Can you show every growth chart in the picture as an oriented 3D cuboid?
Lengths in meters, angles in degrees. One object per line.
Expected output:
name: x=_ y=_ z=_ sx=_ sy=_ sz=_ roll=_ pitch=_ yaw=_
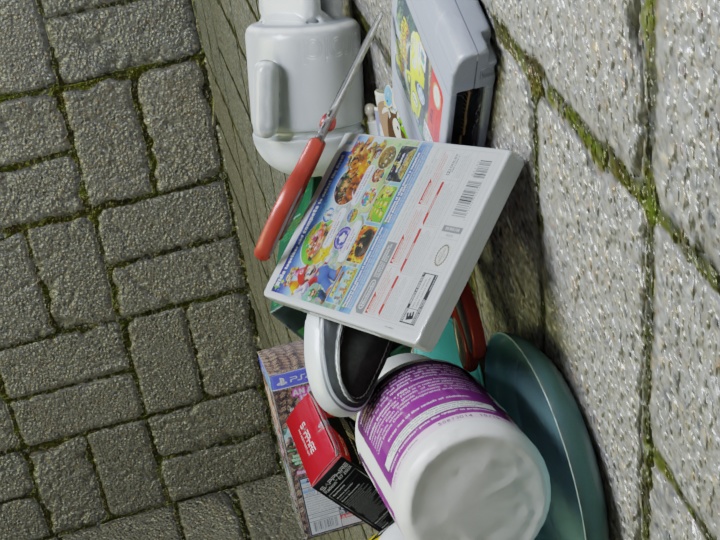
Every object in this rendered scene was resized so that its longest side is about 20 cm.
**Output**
growth chart: x=0.037 y=-0.101 z=1.245 sx=0.200 sy=0.018 sz=0.146 roll=-151 pitch=48 yaw=-77

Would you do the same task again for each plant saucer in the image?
plant saucer: x=0.135 y=0.139 z=0.978 sx=0.200 sy=0.027 sz=0.202 roll=166 pitch=90 yaw=-82

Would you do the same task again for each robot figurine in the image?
robot figurine: x=-0.053 y=-0.178 z=1.328 sx=0.112 sy=0.169 sz=0.202 roll=8 pitch=111 yaw=34

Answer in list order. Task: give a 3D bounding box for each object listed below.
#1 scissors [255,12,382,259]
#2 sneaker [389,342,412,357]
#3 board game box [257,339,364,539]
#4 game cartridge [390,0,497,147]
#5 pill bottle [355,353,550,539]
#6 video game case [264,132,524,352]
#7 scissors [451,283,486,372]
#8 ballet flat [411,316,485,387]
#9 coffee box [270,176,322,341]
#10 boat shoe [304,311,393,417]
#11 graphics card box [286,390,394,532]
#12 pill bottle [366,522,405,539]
scissors: x=-0.030 y=-0.099 z=1.021 sx=0.201 sy=0.014 sz=0.073 roll=-62 pitch=-3 yaw=18
sneaker: x=0.000 y=0.000 z=1.189 sx=0.140 sy=0.077 sz=0.201 roll=-126 pitch=41 yaw=-50
board game box: x=-0.015 y=0.177 z=1.542 sx=0.097 sy=0.158 sz=0.201 roll=-135 pitch=32 yaw=-73
game cartridge: x=0.057 y=-0.145 z=1.002 sx=0.200 sy=0.041 sz=0.134 roll=91 pitch=166 yaw=-59
pill bottle: x=0.058 y=0.131 z=1.005 sx=0.200 sy=0.111 sz=0.113 roll=-129 pitch=27 yaw=-70
video game case: x=0.018 y=-0.027 z=0.963 sx=0.018 sy=0.144 sz=0.200 roll=32 pitch=170 yaw=-34
scissors: x=0.069 y=-0.011 z=1.087 sx=0.073 sy=0.014 sz=0.201 roll=88 pitch=171 yaw=-59
ballet flat: x=0.094 y=0.134 z=1.140 sx=0.075 sy=0.067 sz=0.201 roll=39 pitch=-150 yaw=-66
coffee box: x=-0.029 y=0.002 z=1.372 sx=0.123 sy=0.044 sz=0.201 roll=41 pitch=-149 yaw=-29
boat shoe: x=0.008 y=0.009 z=1.015 sx=0.056 sy=0.068 sz=0.201 roll=-13 pitch=60 yaw=49
graphics card box: x=0.018 y=0.220 z=1.416 sx=0.200 sy=0.051 sz=0.126 roll=37 pitch=-169 yaw=-29
pill bottle: x=0.041 y=0.261 z=1.097 sx=0.200 sy=0.112 sz=0.113 roll=-46 pitch=56 yaw=54
